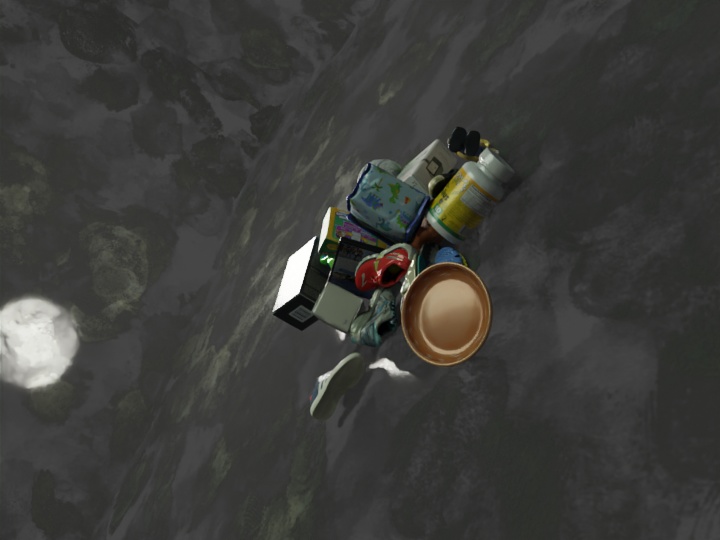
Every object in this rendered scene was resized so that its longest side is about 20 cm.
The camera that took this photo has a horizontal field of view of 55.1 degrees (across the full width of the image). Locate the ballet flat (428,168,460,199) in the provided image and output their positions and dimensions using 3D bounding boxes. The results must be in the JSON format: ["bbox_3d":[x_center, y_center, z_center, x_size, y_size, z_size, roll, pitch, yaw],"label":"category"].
[{"bbox_3d":[0.196,-0.205,1.611,0.067,0.057,0.199,-49,-12,23],"label":"ballet flat"}]

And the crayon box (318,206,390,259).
[{"bbox_3d":[0.001,-0.070,1.718,0.120,0.197,0.059,-83,17,-45],"label":"crayon box"}]

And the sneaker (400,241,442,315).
[{"bbox_3d":[0.140,0.032,1.567,0.202,0.077,0.080,-66,5,-29],"label":"sneaker"}]

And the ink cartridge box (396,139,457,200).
[{"bbox_3d":[0.145,-0.224,1.757,0.145,0.084,0.201,-36,13,42],"label":"ink cartridge box"}]

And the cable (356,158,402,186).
[{"bbox_3d":[0.062,-0.193,1.833,0.068,0.204,0.199,-6,9,30],"label":"cable"}]

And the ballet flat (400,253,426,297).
[{"bbox_3d":[0.117,0.062,1.473,0.069,0.069,0.203,-33,56,45],"label":"ballet flat"}]

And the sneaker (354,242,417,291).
[{"bbox_3d":[0.049,0.006,1.587,0.199,0.077,0.086,-34,30,44],"label":"sneaker"}]

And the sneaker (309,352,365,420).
[{"bbox_3d":[-0.063,0.263,1.665,0.201,0.074,0.085,-52,28,16],"label":"sneaker"}]

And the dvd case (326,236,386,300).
[{"bbox_3d":[0.000,0.000,1.684,0.201,0.140,0.018,110,175,-54],"label":"dvd case"}]

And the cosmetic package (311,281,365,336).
[{"bbox_3d":[-0.050,0.099,1.702,0.088,0.102,0.200,-62,-5,-6],"label":"cosmetic package"}]

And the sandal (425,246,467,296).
[{"bbox_3d":[0.177,0.016,1.467,0.080,0.086,0.202,-45,25,32],"label":"sandal"}]

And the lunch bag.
[{"bbox_3d":[0.061,-0.137,1.615,0.128,0.169,0.200,-57,-6,-9],"label":"lunch bag"}]

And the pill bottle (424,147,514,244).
[{"bbox_3d":[0.243,-0.166,1.520,0.201,0.112,0.113,-50,24,20],"label":"pill bottle"}]

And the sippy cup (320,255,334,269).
[{"bbox_3d":[-0.018,-0.025,1.834,0.178,0.131,0.139,-46,12,-24],"label":"sippy cup"}]

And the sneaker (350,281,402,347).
[{"bbox_3d":[0.059,0.106,1.637,0.085,0.078,0.201,17,55,28],"label":"sneaker"}]

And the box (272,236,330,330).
[{"bbox_3d":[-0.141,0.036,1.900,0.148,0.106,0.202,-35,32,44],"label":"box"}]

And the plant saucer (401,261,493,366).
[{"bbox_3d":[0.172,0.086,1.351,0.198,0.037,0.204,-7,79,35],"label":"plant saucer"}]

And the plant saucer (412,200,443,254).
[{"bbox_3d":[0.165,-0.107,1.710,0.200,0.032,0.202,-44,27,29],"label":"plant saucer"}]

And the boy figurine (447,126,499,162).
[{"bbox_3d":[0.267,-0.284,1.603,0.199,0.123,0.066,-8,-65,-67],"label":"boy figurine"}]
